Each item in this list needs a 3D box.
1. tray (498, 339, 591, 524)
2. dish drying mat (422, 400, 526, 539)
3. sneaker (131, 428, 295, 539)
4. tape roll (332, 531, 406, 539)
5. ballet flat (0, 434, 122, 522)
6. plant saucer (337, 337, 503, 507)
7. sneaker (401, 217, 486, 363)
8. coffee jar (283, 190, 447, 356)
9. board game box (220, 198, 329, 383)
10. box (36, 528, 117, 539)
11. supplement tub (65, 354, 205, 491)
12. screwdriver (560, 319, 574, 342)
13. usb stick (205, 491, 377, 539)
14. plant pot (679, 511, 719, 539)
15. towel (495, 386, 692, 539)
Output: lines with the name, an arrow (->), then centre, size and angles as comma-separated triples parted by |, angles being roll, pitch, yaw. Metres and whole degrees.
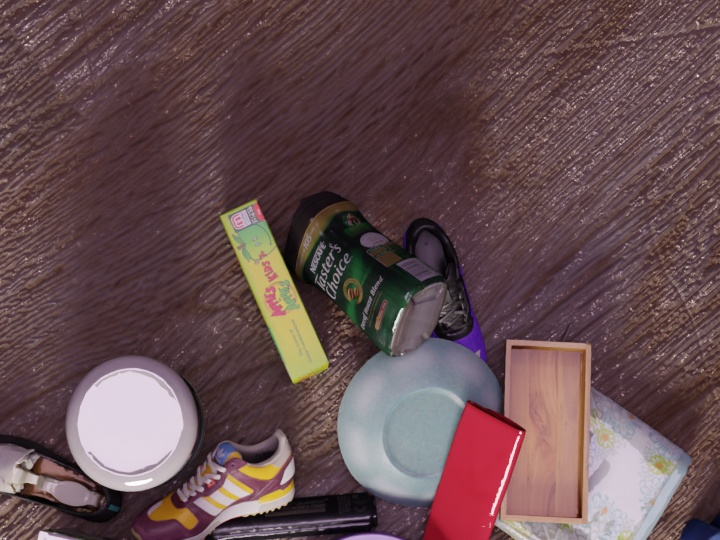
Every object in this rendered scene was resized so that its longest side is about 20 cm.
tray -> 0.209, 0.183, 1.722 | 0.097, 0.037, 0.203 | 2, 80, 2
dish drying mat -> 0.125, 0.245, 1.702 | 0.076, 0.018, 0.202 | 27, 117, 22
sneaker -> -0.166, 0.237, 1.690 | 0.198, 0.075, 0.091 | -20, 123, -27
tape roll -> 0.011, 0.398, 1.714 | 0.197, 0.066, 0.203 | 0, 84, -2
ballet flat -> -0.364, 0.231, 1.716 | 0.197, 0.068, 0.069 | 16, 83, 0
plant saucer -> 0.074, 0.179, 1.723 | 0.198, 0.039, 0.204 | -2, 103, -10
sneaker -> 0.093, 0.034, 1.743 | 0.069, 0.100, 0.202 | -19, 84, -3
coffee jar -> 0.000, 0.000, 1.710 | 0.085, 0.105, 0.200 | -19, 47, -42
board game box -> -0.097, 0.026, 1.736 | 0.047, 0.102, 0.202 | -24, 85, -4
box -> -0.268, 0.311, 1.644 | 0.142, 0.200, 0.037 | 13, 79, 0
supplement tub -> -0.242, 0.169, 1.662 | 0.138, 0.200, 0.142 | 0, 83, -3
screwdriver -> 0.209, 0.147, 1.774 | 0.029, 0.028, 0.201 | 43, 70, -33
usb stick -> -0.080, 0.282, 1.732 | 0.197, 0.056, 0.033 | -5, 119, -3
plant pot -> 0.468, 0.336, 1.680 | 0.178, 0.200, 0.202 | -23, 85, 1
towel -> 0.263, 0.251, 1.752 | 0.170, 0.048, 0.201 | 34, 83, 1
